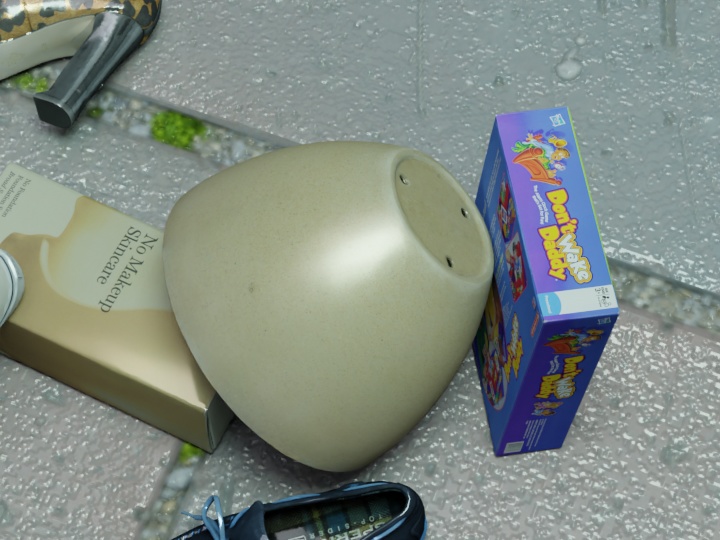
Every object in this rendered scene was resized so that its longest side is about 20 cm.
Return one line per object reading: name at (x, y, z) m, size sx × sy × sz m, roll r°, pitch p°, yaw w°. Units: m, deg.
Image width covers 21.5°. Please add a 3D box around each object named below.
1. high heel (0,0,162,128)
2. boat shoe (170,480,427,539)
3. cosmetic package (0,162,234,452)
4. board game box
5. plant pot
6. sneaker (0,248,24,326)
high heel at (-0.244, -0.192, 1.326) m, size 0.200 × 0.071 × 0.143 m, roll 27°, pitch 60°, yaw 10°
boat shoe at (-0.059, 0.163, 1.146) m, size 0.200 × 0.069 × 0.084 m, roll -23°, pitch 66°, yaw -11°
cosmetic package at (-0.160, 0.023, 1.213) m, size 0.200 × 0.071 × 0.105 m, roll 23°, pitch 66°, yaw 11°
board game box at (0.103, 0.012, 1.146) m, size 0.045 × 0.200 × 0.135 m, roll -7°, pitch 64°, yaw -7°
plant pot at (0.000, 0.000, 1.132) m, size 0.134 × 0.200 × 0.201 m, roll -35°, pitch 61°, yaw 29°
sneaker at (-0.287, 0.063, 1.153) m, size 0.073 × 0.071 × 0.200 m, roll 39°, pitch 101°, yaw 9°
